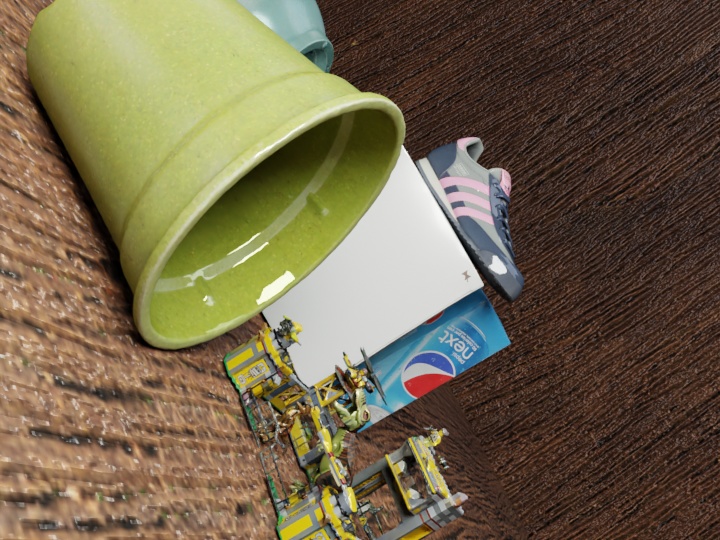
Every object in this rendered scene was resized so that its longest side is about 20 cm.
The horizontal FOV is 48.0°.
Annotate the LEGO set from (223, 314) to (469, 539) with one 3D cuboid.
[{"bbox_3d":[-0.004,0.116,0.583,0.154,0.114,0.202,54,7,-46],"label":"LEGO set"}]

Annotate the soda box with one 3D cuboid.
[{"bbox_3d":[0.062,0.093,0.900,0.065,0.197,0.068,56,6,-20],"label":"soda box"}]

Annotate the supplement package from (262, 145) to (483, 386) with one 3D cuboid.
[{"bbox_3d":[0.000,0.000,0.808,0.158,0.198,0.111,59,4,4],"label":"supplement package"}]

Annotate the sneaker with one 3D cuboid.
[{"bbox_3d":[0.127,-0.062,0.820,0.202,0.081,0.070,63,5,34],"label":"sneaker"}]

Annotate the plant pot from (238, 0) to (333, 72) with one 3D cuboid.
[{"bbox_3d":[-0.117,-0.270,0.990,0.134,0.201,0.200,42,1,14],"label":"plant pot"}]

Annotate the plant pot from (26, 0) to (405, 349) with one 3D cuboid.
[{"bbox_3d":[-0.103,-0.090,0.502,0.185,0.200,0.200,49,2,14],"label":"plant pot"}]
